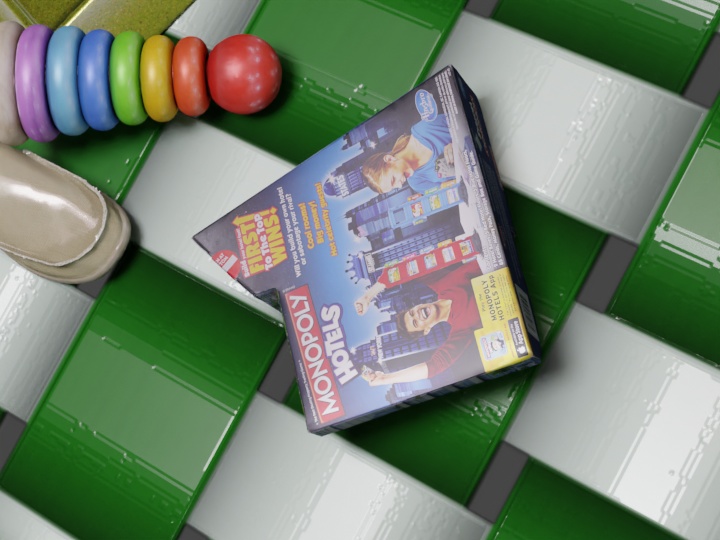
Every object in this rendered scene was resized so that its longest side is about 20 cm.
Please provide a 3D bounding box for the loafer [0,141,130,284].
[{"bbox_3d":[-0.251,-0.051,1.137,0.199,0.068,0.076,22,83,25],"label":"loafer"}]

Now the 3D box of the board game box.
[{"bbox_3d":[0.000,0.000,1.029,0.198,0.062,0.202,-20,68,16],"label":"board game box"}]

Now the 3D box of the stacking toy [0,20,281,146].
[{"bbox_3d":[-0.153,-0.130,1.111,0.198,0.085,0.086,0,73,3],"label":"stacking toy"}]

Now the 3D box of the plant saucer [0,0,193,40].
[{"bbox_3d":[-0.210,-0.246,1.193,0.200,0.048,0.200,-44,64,3],"label":"plant saucer"}]
